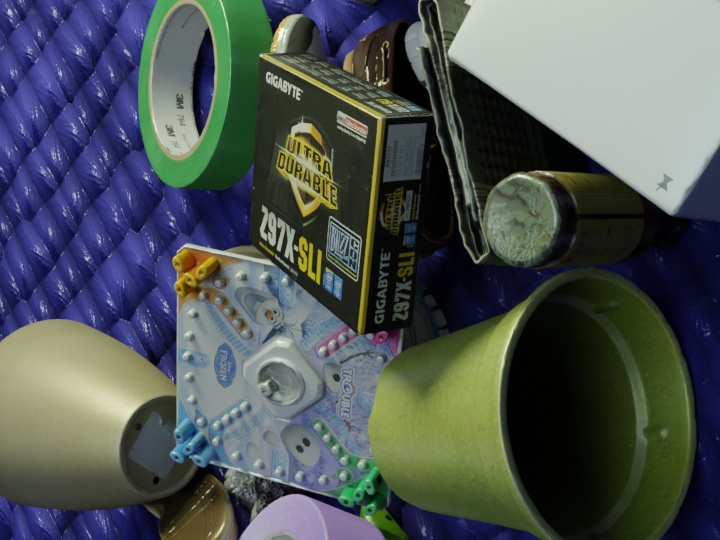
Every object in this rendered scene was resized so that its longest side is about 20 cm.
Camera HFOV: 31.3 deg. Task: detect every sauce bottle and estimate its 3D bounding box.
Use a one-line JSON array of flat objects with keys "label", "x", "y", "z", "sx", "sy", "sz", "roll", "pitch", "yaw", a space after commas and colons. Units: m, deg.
[{"label": "sauce bottle", "x": 0.162, "y": -0.034, "z": 0.873, "sx": 0.065, "sy": 0.200, "sz": 0.065, "roll": 0, "pitch": 90, "yaw": 40}]

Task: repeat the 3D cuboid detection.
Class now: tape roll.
[{"label": "tape roll", "x": -0.056, "y": 0.285, "z": 1.029, "sx": 0.200, "sy": 0.066, "sz": 0.201, "roll": -45, "pitch": 31, "yaw": 37}, {"label": "tape roll", "x": -0.148, "y": -0.176, "z": 1.203, "sx": 0.200, "sy": 0.048, "sz": 0.201, "roll": 0, "pitch": 90, "yaw": 57}]

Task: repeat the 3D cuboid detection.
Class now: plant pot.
[{"label": "plant pot", "x": 0.110, "y": 0.109, "z": 0.940, "sx": 0.184, "sy": 0.200, "sz": 0.201, "roll": -12, "pitch": 82, "yaw": 51}, {"label": "plant pot", "x": -0.241, "y": 0.149, "z": 1.204, "sx": 0.200, "sy": 0.187, "sz": 0.188, "roll": 7, "pitch": 94, "yaw": 48}]

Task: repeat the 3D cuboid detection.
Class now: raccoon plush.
[{"label": "raccoon plush", "x": -0.064, "y": 0.141, "z": 1.118, "sx": 0.200, "sy": 0.097, "sz": 0.134, "roll": -41, "pitch": 69, "yaw": 49}]

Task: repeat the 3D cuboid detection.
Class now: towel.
[{"label": "towel", "x": 0.106, "y": -0.094, "z": 0.921, "sx": 0.034, "sy": 0.200, "sz": 0.193, "roll": -16, "pitch": 80, "yaw": 33}]

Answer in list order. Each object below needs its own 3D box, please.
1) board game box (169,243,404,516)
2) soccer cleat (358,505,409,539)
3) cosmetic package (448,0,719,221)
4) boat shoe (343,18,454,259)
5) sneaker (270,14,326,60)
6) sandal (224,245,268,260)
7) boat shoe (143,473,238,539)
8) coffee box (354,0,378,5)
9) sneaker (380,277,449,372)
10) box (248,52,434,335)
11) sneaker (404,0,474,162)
[{"label": "board game box", "x": -0.066, "y": 0.092, "z": 1.050, "sx": 0.199, "sy": 0.026, "sz": 0.201, "roll": 12, "pitch": 115, "yaw": 19}, {"label": "soccer cleat", "x": -0.029, "y": 0.284, "z": 1.127, "sx": 0.200, "sy": 0.067, "sz": 0.081, "roll": -48, "pitch": 51, "yaw": 22}, {"label": "cosmetic package", "x": 0.204, "y": -0.131, "z": 0.840, "sx": 0.199, "sy": 0.200, "sz": 0.123, "roll": 42, "pitch": 115, "yaw": 32}, {"label": "boat shoe", "x": 0.040, "y": -0.112, "z": 1.062, "sx": 0.070, "sy": 0.070, "sz": 0.201, "roll": -30, "pitch": 71, "yaw": 40}, {"label": "sneaker", "x": -0.026, "y": -0.128, "z": 1.129, "sx": 0.087, "sy": 0.076, "sz": 0.201, "roll": -6, "pitch": 90, "yaw": 26}, {"label": "sandal", "x": -0.083, "y": 0.024, "z": 1.175, "sx": 0.200, "sy": 0.054, "sz": 0.081, "roll": 14, "pitch": 99, "yaw": 39}, {"label": "boat shoe", "x": -0.148, "y": 0.230, "z": 1.181, "sx": 0.072, "sy": 0.065, "sz": 0.200, "roll": -45, "pitch": 20, "yaw": -14}, {"label": "coffee box", "x": -0.044, "y": -0.300, "z": 1.051, "sx": 0.080, "sy": 0.200, "sz": 0.115, "roll": -33, "pitch": 70, "yaw": 34}, {"label": "sneaker", "x": 0.000, "y": 0.000, "z": 1.052, "sx": 0.075, "sy": 0.087, "sz": 0.200, "roll": -34, "pitch": 86, "yaw": 28}, {"label": "box", "x": -0.021, "y": -0.064, "z": 0.957, "sx": 0.200, "sy": 0.049, "sz": 0.160, "roll": 38, "pitch": 129, "yaw": 54}, {"label": "sneaker", "x": 0.101, "y": -0.130, "z": 1.010, "sx": 0.080, "sy": 0.074, "sz": 0.201, "roll": -34, "pitch": 69, "yaw": 33}]
